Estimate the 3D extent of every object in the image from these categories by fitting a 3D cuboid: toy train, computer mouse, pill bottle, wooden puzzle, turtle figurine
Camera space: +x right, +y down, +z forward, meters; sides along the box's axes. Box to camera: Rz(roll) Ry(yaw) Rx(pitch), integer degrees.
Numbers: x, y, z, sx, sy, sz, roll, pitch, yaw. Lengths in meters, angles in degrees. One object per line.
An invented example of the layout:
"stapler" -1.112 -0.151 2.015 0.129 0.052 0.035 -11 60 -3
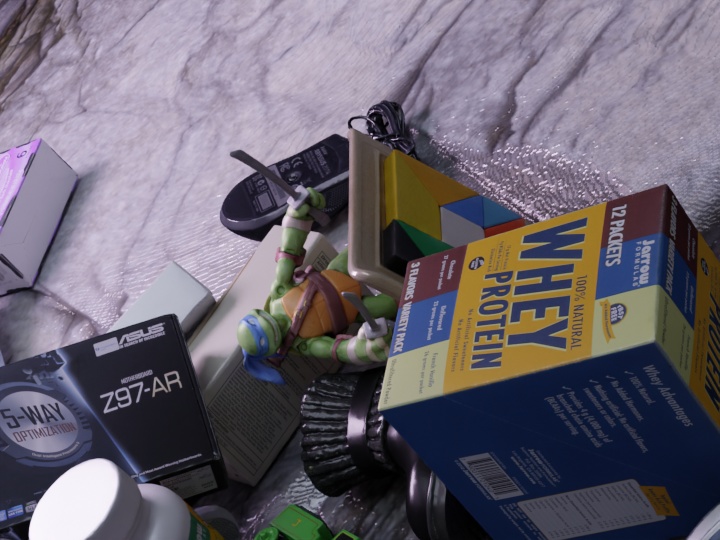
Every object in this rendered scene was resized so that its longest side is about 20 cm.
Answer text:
"toy train" -0.010 0.227 1.327 0.056 0.042 0.200 -41 33 -20
"computer mouse" -0.036 -0.076 1.681 0.200 0.053 0.139 -24 37 5
"pill bottle" -0.150 0.229 1.313 0.113 0.200 0.113 -25 37 21
"wooden puzzle" 0.072 -0.023 1.400 0.037 0.185 0.200 -50 26 30
"turtle figurine" 0.000 0.000 1.411 0.194 0.200 0.144 -20 40 -40

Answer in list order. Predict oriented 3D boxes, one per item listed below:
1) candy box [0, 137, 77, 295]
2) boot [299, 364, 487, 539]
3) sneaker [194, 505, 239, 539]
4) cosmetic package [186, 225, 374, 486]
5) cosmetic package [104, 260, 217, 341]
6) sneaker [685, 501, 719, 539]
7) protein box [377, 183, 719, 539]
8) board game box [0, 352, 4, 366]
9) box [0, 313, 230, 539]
"candy box" -0.437 -0.045 2.003 0.200 0.072 0.168 -15 43 32
"boot" 0.024 0.145 1.344 0.158 0.079 0.211 -16 30 21
"sneaker" -0.188 0.250 1.438 0.200 0.073 0.071 -39 38 3
"cosmetic package" -0.082 0.071 1.511 0.073 0.104 0.200 11 58 50
"cosmetic package" -0.199 0.101 1.551 0.052 0.151 0.200 38 78 19
"sneaker" 0.288 0.182 1.057 0.202 0.077 0.146 -34 32 8
"protein box" 0.155 0.078 1.192 0.200 0.199 0.135 -17 41 30
"board game box" -0.473 0.090 1.855 0.200 0.041 0.200 -39 48 15
"box" -0.218 0.131 1.395 0.200 0.044 0.160 -17 48 -5
